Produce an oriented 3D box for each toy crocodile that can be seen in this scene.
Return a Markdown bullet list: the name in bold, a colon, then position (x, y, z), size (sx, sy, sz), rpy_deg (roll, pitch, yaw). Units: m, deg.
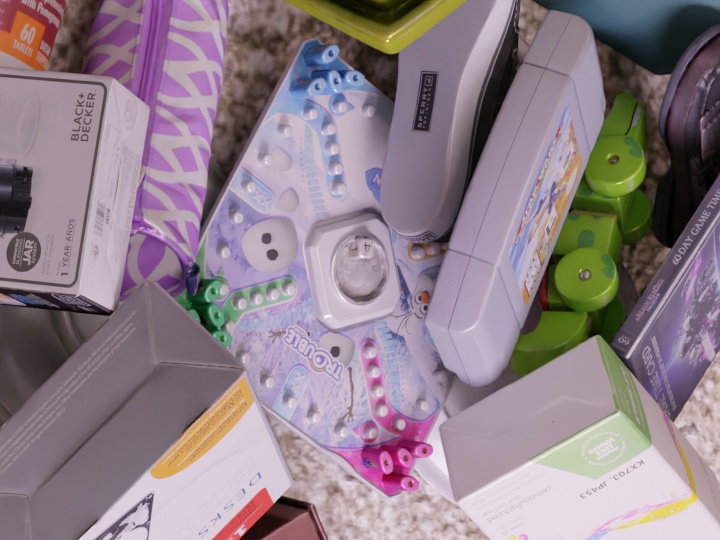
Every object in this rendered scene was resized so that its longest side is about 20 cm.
- **toy crocodile**: position (0.139, -0.019, 1.723), size (0.068, 0.061, 0.201), rpy_deg (69, 33, -58)

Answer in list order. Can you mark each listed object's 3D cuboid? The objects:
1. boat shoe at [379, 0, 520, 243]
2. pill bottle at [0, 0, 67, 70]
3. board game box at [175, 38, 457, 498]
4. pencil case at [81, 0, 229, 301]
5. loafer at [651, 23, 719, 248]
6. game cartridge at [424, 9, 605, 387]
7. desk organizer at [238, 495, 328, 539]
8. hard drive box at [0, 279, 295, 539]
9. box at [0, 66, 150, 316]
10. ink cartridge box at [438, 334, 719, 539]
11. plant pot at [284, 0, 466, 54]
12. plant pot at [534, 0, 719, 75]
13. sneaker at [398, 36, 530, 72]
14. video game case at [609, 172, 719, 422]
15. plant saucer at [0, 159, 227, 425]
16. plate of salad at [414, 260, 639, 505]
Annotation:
- **boat shoe**: position (0.059, -0.113, 1.635), size (0.056, 0.068, 0.202), rpy_deg (11, 93, -49)
- **pill bottle**: position (-0.197, -0.200, 1.515), size (0.109, 0.109, 0.201), rpy_deg (22, 81, -31)
- **board game box**: position (0.000, 0.000, 1.647), size (0.200, 0.026, 0.201), rpy_deg (38, 68, -30)
- **pencil case**: position (-0.120, -0.079, 1.545), size (0.083, 0.086, 0.201), rpy_deg (0, 57, 6)
- **loafer**: position (0.226, -0.071, 1.756), size (0.072, 0.063, 0.201), rpy_deg (-35, 151, -22)
- **game cartridge**: position (0.092, -0.041, 1.627), size (0.041, 0.133, 0.201), rpy_deg (20, 77, 11)
- **desk organizer**: position (-0.037, 0.238, 1.659), size (0.077, 0.072, 0.201), rpy_deg (-30, 107, -26)
- **hard drive box**: position (-0.125, 0.114, 1.509), size (0.077, 0.200, 0.156), rpy_deg (42, 80, 18)
- **box**: position (-0.218, -0.047, 1.457), size (0.060, 0.198, 0.118), rpy_deg (37, 59, -72)
- **ink cartridge box**: position (0.147, 0.142, 1.687), size (0.117, 0.068, 0.200), rpy_deg (-30, 131, 15)
- **plant pot**: position (0.005, -0.246, 1.529), size (0.200, 0.198, 0.182), rpy_deg (-40, 139, -26)
- **plant pot**: position (0.221, -0.214, 1.731), size (0.141, 0.199, 0.142), rpy_deg (27, 78, -31)
- **sneaker**: position (0.056, -0.119, 1.704), size (0.200, 0.081, 0.084), rpy_deg (38, 82, -26)
- **video game case**: position (0.219, -0.001, 1.735), size (0.201, 0.019, 0.143), rpy_deg (-55, 155, -14)
- **plant saucer**: position (-0.135, 0.011, 1.599), size (0.199, 0.050, 0.202), rpy_deg (-2, 93, -32)
- **plate of salad**: position (0.092, 0.055, 1.749), size (0.199, 0.048, 0.202), rpy_deg (4, 82, -27)
